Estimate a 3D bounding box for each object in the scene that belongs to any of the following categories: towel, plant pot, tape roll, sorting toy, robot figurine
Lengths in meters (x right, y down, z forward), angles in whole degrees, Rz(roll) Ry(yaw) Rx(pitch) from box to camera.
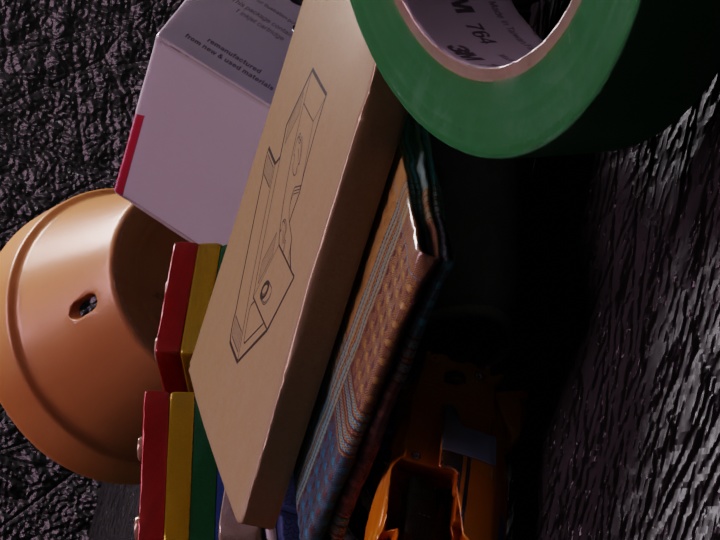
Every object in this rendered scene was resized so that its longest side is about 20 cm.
[{"bbox_3d":[0.000,0.000,1.042,0.200,0.022,0.147,-98,24,-57],"label":"towel"},{"bbox_3d":[-0.132,0.028,1.761,0.140,0.199,0.201,-31,43,53],"label":"plant pot"},{"bbox_3d":[0.059,-0.139,0.894,0.200,0.048,0.202,14,106,59],"label":"tape roll"},{"bbox_3d":[-0.058,0.104,1.257,0.201,0.069,0.200,82,-169,-48],"label":"sorting toy"},{"bbox_3d":[0.017,0.138,0.975,0.145,0.058,0.201,114,167,-51],"label":"robot figurine"}]

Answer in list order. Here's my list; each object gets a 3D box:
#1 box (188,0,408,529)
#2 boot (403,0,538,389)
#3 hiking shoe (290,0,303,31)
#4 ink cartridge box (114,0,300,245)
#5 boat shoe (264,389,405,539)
[{"bbox_3d":[-0.024,-0.020,1.068,0.164,0.021,0.201,-115,42,-69],"label":"box"},{"bbox_3d":[0.050,-0.071,1.067,0.182,0.072,0.201,112,172,-62],"label":"boot"},{"bbox_3d":[-0.004,-0.091,1.216,0.200,0.086,0.075,-56,-8,-28],"label":"hiking shoe"},{"bbox_3d":[-0.038,-0.125,1.442,0.200,0.084,0.145,-54,-7,-35],"label":"ink cartridge box"},{"bbox_3d":[0.010,0.047,1.164,0.072,0.072,0.201,117,175,-74],"label":"boat shoe"}]
